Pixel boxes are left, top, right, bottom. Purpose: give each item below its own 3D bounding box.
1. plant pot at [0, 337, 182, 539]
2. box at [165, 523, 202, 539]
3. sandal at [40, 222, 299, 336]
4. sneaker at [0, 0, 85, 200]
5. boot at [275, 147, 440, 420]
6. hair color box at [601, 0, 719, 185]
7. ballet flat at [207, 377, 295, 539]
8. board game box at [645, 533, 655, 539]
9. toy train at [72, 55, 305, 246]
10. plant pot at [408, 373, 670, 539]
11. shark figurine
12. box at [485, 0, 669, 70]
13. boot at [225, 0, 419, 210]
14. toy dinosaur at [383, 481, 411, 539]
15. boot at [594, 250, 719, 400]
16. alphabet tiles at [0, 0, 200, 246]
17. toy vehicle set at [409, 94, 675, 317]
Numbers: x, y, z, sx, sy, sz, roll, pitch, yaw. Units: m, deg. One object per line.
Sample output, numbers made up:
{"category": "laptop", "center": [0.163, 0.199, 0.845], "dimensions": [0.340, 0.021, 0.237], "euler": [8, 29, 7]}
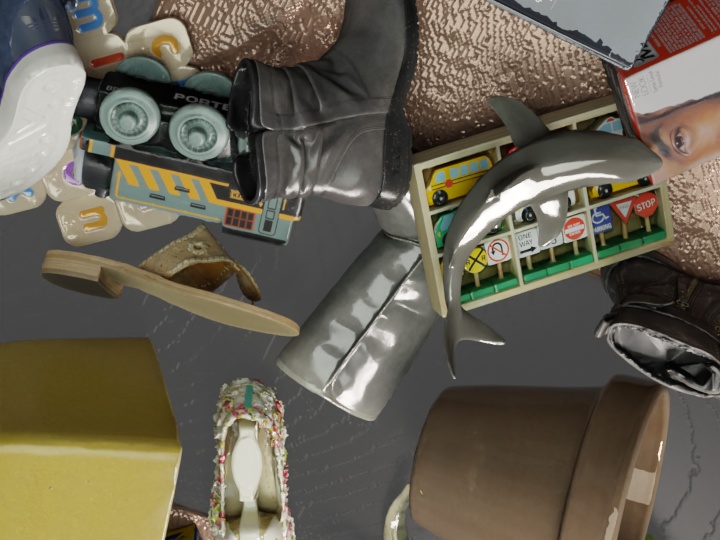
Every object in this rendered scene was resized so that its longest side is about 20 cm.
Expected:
{"category": "plant pot", "center": [-0.263, 0.165, 1.605], "dimensions": [0.200, 0.196, 0.195], "euler": [7, 111, -16]}
{"category": "box", "center": [-0.136, 0.320, 1.752], "dimensions": [0.070, 0.064, 0.200], "euler": [-18, 109, 8]}
{"category": "sandal", "center": [-0.143, -0.007, 1.626], "dimensions": [0.211, 0.078, 0.070], "euler": [12, 76, 11]}
{"category": "sneaker", "center": [-0.276, -0.157, 1.562], "dimensions": [0.080, 0.147, 0.200], "euler": [-14, 156, -33]}
{"category": "boot", "center": [-0.001, 0.000, 1.630], "dimensions": [0.182, 0.073, 0.200], "euler": [38, 113, -11]}
{"category": "hair color box", "center": [0.283, -0.156, 1.522], "dimensions": [0.200, 0.064, 0.111], "euler": [-24, 132, 0]}
{"category": "ballet flat", "center": [-0.092, 0.185, 1.699], "dimensions": [0.075, 0.064, 0.200], "euler": [-5, 111, 2]}
{"category": "board game box", "center": [0.257, 0.330, 1.754], "dimensions": [0.102, 0.048, 0.200], "euler": [-32, 106, 13]}
{"category": "toy train", "center": [-0.123, -0.089, 1.574], "dimensions": [0.200, 0.085, 0.114], "euler": [12, 121, -3]}
{"category": "plant pot", "center": [0.137, 0.165, 1.637], "dimensions": [0.174, 0.200, 0.201], "euler": [13, 112, 17]}
{"category": "shark figurine", "center": [0.101, -0.038, 1.506], "dimensions": [0.128, 0.089, 0.215], "euler": [41, 103, 3]}
{"category": "box", "center": [0.123, -0.256, 1.451], "dimensions": [0.196, 0.200, 0.124], "euler": [27, 110, -9]}
{"category": "boot", "center": [-0.029, -0.144, 1.509], "dimensions": [0.131, 0.070, 0.200], "euler": [6, 74, -26]}
{"category": "toy dinosaur", "center": [0.020, 0.273, 1.741], "dimensions": [0.088, 0.047, 0.200], "euler": [-13, 110, -9]}
{"category": "boot", "center": [0.264, 0.057, 1.581], "dimensions": [0.200, 0.174, 0.069], "euler": [20, 110, -6]}
{"category": "alphabet tiles", "center": [-0.213, -0.120, 1.612], "dimensions": [0.195, 0.015, 0.200], "euler": [-15, 110, 7]}
{"category": "toy vehicle set", "center": [0.138, -0.053, 1.585], "dimensions": [0.200, 0.027, 0.124], "euler": [-18, 110, -14]}
